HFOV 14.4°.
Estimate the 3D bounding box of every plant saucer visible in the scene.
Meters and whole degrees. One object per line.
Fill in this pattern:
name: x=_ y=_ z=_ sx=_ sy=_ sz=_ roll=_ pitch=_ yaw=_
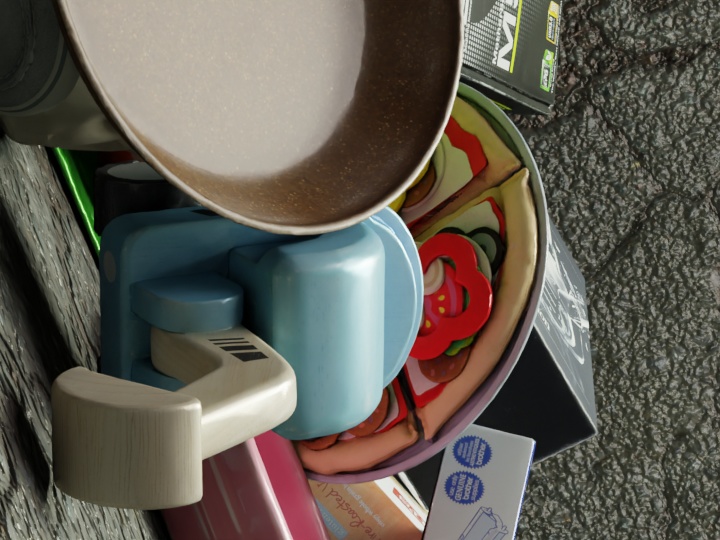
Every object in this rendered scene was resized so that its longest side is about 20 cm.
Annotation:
plant saucer: x=-0.050 y=0.106 z=1.233 sx=0.201 sy=0.051 sz=0.201 roll=-22 pitch=90 yaw=-89
plant saucer: x=-0.045 y=-0.109 z=1.049 sx=0.200 sy=0.037 sz=0.201 roll=11 pitch=73 yaw=-41

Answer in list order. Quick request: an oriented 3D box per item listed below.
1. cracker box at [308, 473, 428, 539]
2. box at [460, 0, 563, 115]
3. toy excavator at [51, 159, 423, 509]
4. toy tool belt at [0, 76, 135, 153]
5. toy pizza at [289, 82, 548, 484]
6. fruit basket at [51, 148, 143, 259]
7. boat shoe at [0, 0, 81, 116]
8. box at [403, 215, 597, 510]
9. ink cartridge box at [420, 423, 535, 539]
cracker box: x=-0.011 y=0.117 z=1.498 sx=0.134 sy=0.058 sz=0.200 roll=47 pitch=2 yaw=0
box: x=0.062 y=-0.188 z=1.443 sx=0.193 sy=0.047 sz=0.201 roll=16 pitch=79 yaw=-72
toy excavator: x=-0.045 y=0.026 z=1.031 sx=0.200 sy=0.194 sz=0.100 roll=24 pitch=-63 yaw=59
toy tool belt: x=-0.076 y=-0.139 z=1.138 sx=0.125 sy=0.122 sz=0.201 roll=-114 pitch=-148 yaw=-75
toy pizza: x=0.000 y=0.000 z=1.339 sx=0.032 sy=0.200 sz=0.201 roll=24 pitch=38 yaw=-49
fruit basket: x=-0.074 y=-0.104 z=1.275 sx=0.216 sy=0.155 sz=0.216 roll=59 pitch=-14 yaw=23
boat shoe: x=-0.158 y=-0.148 z=1.013 sx=0.071 sy=0.070 sz=0.202 roll=-29 pitch=103 yaw=-64
box: x=0.035 y=-0.012 z=1.518 sx=0.200 sy=0.104 sz=0.182 roll=59 pitch=14 yaw=-22
ink cartridge box: x=0.037 y=0.177 z=1.302 sx=0.094 sy=0.044 sz=0.200 roll=99 pitch=5 yaw=-51
